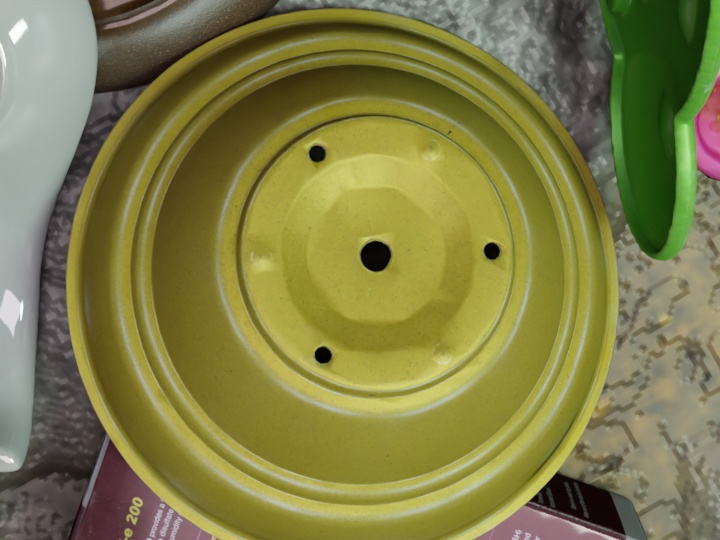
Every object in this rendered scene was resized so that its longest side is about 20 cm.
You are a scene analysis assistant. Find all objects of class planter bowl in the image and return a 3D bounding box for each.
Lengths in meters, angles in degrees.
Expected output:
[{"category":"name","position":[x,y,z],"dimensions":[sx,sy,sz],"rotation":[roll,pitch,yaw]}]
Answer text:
[{"category":"planter bowl","position":[0.000,0.000,0.773],"dimensions":[0.199,0.083,0.202],"rotation":[1,82,-7]}]

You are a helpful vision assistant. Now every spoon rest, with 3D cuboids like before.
[{"category":"spoon rest","position":[-0.140,-0.032,0.810],"dimensions":[0.099,0.061,0.201],"rotation":[2,106,7]}]

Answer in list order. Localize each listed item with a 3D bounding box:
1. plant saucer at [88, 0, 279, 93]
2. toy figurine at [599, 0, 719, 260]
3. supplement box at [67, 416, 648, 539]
[{"category":"plant saucer","position":[-0.104,-0.160,0.801],"dimensions":[0.199,0.032,0.202],"rotation":[0,102,1]},{"category":"toy figurine","position":[0.182,-0.107,0.769],"dimensions":[0.183,0.150,0.201],"rotation":[-5,111,-8]},{"category":"supplement box","position":[-0.006,0.109,0.845],"dimensions":[0.199,0.061,0.109],"rotation":[20,101,-5]}]
